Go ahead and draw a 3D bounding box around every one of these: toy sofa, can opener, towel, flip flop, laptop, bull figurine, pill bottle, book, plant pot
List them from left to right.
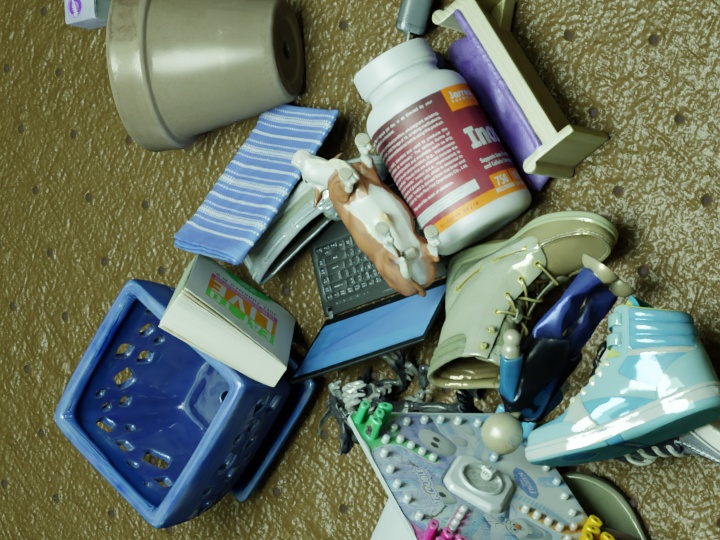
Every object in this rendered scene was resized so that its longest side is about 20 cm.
[{"bbox_3d":[-0.179,0.140,1.790,0.200,0.180,0.200,41,111,28],"label":"plant pot"},{"bbox_3d":[-0.161,-0.236,1.801,0.174,0.200,0.201,-4,86,17],"label":"plant pot"},{"bbox_3d":[-0.133,0.051,1.724,0.133,0.200,0.048,34,100,-8],"label":"book"},{"bbox_3d":[-0.114,-0.097,1.768,0.145,0.024,0.200,15,69,57],"label":"towel"},{"bbox_3d":[0.000,0.000,1.718,0.177,0.103,0.201,-20,78,32],"label":"laptop"},{"bbox_3d":[0.009,-0.062,1.624,0.065,0.121,0.200,-37,76,-13],"label":"bull figurine"},{"bbox_3d":[0.072,-0.259,1.720,0.067,0.053,0.201,15,98,1],"label":"can opener"},{"bbox_3d":[0.077,-0.126,1.644,0.113,0.113,0.200,-34,82,29],"label":"pill bottle"},{"bbox_3d":[0.147,-0.180,1.635,0.098,0.083,0.200,-39,68,26],"label":"toy sofa"},{"bbox_3d":[0.239,0.279,1.571,0.081,0.058,0.200,-40,67,27],"label":"flip flop"}]

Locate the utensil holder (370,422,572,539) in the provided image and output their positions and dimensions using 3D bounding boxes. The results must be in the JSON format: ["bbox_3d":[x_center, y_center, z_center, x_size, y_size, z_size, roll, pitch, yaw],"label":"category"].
[{"bbox_3d":[0.088,0.277,1.589,0.170,0.170,0.200,41,124,28],"label":"utensil holder"}]

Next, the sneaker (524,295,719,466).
[{"bbox_3d":[0.230,0.098,1.500,0.200,0.079,0.131,-23,69,26],"label":"sneaker"}]

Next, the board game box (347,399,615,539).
[{"bbox_3d":[0.112,0.192,1.516,0.200,0.200,0.026,59,135,45],"label":"board game box"}]

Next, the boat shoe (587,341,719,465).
[{"bbox_3d":[0.289,0.154,1.540,0.200,0.075,0.093,39,114,38],"label":"boat shoe"}]

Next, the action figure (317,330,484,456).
[{"bbox_3d":[0.029,0.123,1.689,0.200,0.102,0.119,-9,38,30],"label":"action figure"}]

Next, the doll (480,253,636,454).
[{"bbox_3d":[0.173,0.081,1.529,0.048,0.136,0.200,33,90,38],"label":"doll"}]

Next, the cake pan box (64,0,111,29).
[{"bbox_3d":[-0.275,-0.392,1.953,0.184,0.052,0.201,-4,87,36],"label":"cake pan box"}]

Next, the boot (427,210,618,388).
[{"bbox_3d":[0.155,0.032,1.585,0.200,0.072,0.155,-21,39,37],"label":"boot"}]

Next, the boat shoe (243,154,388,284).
[{"bbox_3d":[-0.048,-0.059,1.749,0.202,0.074,0.065,-31,81,21],"label":"boat shoe"}]
